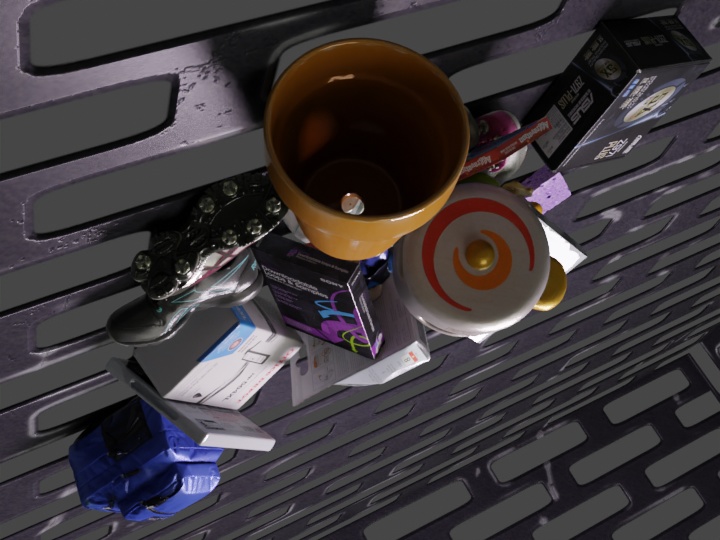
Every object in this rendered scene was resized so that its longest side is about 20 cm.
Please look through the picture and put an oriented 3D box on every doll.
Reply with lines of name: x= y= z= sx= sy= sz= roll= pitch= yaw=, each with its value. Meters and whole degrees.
doll: x=0.000 y=0.000 z=1.424 sx=0.136 sy=0.049 sz=0.200 roll=-30 pitch=164 yaw=-3

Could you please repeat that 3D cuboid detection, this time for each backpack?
backpack: x=-0.318 y=0.279 z=1.556 sx=0.199 sy=0.169 sz=0.162 roll=-29 pitch=153 yaw=19

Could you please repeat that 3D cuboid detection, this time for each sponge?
sponge: x=0.236 y=-0.088 z=1.693 sx=0.199 sy=0.030 sz=0.112 roll=-35 pitch=159 yaw=10

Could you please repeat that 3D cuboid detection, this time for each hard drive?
hard drive: x=0.196 y=0.009 z=1.472 sx=0.200 sy=0.026 sz=0.132 roll=-41 pitch=131 yaw=21

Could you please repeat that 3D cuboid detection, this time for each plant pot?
plant pot: x=-0.001 y=-0.104 z=1.108 sx=0.199 sy=0.201 sz=0.183 roll=-26 pitch=162 yaw=-15

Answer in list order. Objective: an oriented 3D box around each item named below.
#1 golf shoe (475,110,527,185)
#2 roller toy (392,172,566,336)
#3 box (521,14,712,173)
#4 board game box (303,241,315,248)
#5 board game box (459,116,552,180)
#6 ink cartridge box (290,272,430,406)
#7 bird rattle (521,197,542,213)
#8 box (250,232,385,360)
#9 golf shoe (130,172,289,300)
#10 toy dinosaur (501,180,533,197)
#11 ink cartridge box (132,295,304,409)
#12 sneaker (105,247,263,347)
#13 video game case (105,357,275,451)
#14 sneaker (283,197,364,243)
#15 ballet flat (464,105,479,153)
golf shoe: x=0.181 y=-0.163 z=1.411 sx=0.091 sy=0.075 sz=0.200 roll=-34 pitch=168 yaw=-17
roller toy: x=0.136 y=-0.010 z=1.322 sx=0.182 sy=0.201 sz=0.140 roll=-32 pitch=178 yaw=-8
box: x=0.338 y=-0.234 z=1.433 sx=0.163 sy=0.086 sz=0.200 roll=-15 pitch=153 yaw=-39
board game box: x=0.006 y=-0.040 z=1.467 sx=0.152 sy=0.040 sz=0.200 roll=-30 pitch=159 yaw=-4
board game box: x=0.131 y=-0.129 z=1.303 sx=0.103 sy=0.020 sz=0.200 roll=-35 pitch=-172 yaw=-37
ink cartridge box: x=-0.005 y=0.104 z=1.503 sx=0.199 sy=0.163 sz=0.050 roll=-31 pitch=125 yaw=17
bird rattle: x=0.184 y=-0.042 z=1.572 sx=0.113 sy=0.199 sz=0.164 roll=45 pitch=68 yaw=-37
box: x=-0.052 y=0.034 z=1.372 sx=0.036 sy=0.142 sz=0.200 roll=-59 pitch=155 yaw=-25
golf shoe: x=-0.163 y=-0.041 z=1.204 sx=0.199 sy=0.077 sz=0.088 roll=-32 pitch=172 yaw=1
toy dinosaur: x=0.137 y=-0.066 z=1.445 sx=0.199 sy=0.058 sz=0.101 roll=-28 pitch=147 yaw=4
ink cartridge box: x=-0.184 y=0.104 z=1.445 sx=0.146 sy=0.084 sz=0.200 roll=-44 pitch=156 yaw=9
sneaker: x=-0.215 y=0.021 z=1.286 sx=0.199 sy=0.075 sz=0.080 roll=-26 pitch=139 yaw=-17
video game case: x=-0.227 y=0.184 z=1.459 sx=0.023 sy=0.181 sz=0.200 roll=-58 pitch=156 yaw=3
sneaker: x=-0.008 y=-0.107 z=1.250 sx=0.200 sy=0.080 sz=0.070 roll=-39 pitch=156 yaw=13
ballet flat: x=0.053 y=-0.141 z=1.308 sx=0.199 sy=0.067 sz=0.063 roll=-31 pitch=130 yaw=-12
